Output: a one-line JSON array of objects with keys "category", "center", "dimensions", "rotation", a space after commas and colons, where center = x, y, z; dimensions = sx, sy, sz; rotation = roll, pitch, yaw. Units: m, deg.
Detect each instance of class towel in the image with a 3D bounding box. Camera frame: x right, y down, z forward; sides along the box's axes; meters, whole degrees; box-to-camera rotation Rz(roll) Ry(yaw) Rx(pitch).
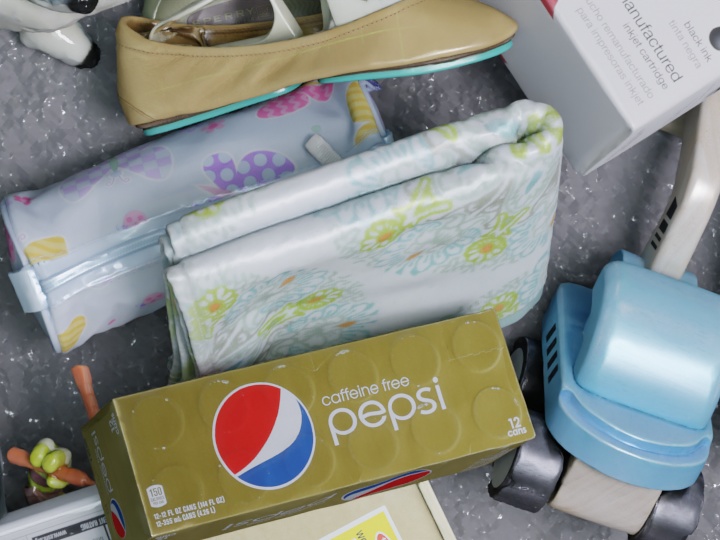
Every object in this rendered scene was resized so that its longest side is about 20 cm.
[{"category": "towel", "center": [0.000, 0.000, 1.318], "dimensions": [0.199, 0.171, 0.048], "rotation": [-19, 69, -9]}]

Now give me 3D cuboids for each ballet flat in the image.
[{"category": "ballet flat", "center": [-0.027, -0.113, 1.314], "dimensions": [0.199, 0.069, 0.063], "rotation": [-12, 103, 14]}]

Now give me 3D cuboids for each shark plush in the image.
[{"category": "shark plush", "center": [-0.190, -0.163, 1.356], "dimensions": [0.199, 0.091, 0.084], "rotation": [11, 74, 11]}]

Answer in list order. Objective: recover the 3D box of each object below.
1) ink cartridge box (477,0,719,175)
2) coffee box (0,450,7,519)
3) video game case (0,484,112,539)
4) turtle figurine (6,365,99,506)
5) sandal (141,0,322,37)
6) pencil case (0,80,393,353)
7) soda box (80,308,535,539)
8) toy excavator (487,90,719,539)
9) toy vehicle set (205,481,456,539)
[{"category": "ink cartridge box", "center": [0.155, -0.163, 1.341], "dimensions": [0.199, 0.083, 0.147], "rotation": [-33, 87, -19]}, {"category": "coffee box", "center": [-0.272, 0.066, 1.309], "dimensions": [0.198, 0.044, 0.124], "rotation": [-5, 97, 7]}, {"category": "video game case", "center": [-0.163, 0.208, 1.344], "dimensions": [0.199, 0.024, 0.183], "rotation": [-18, 106, 1]}, {"category": "turtle figurine", "center": [-0.167, 0.149, 1.372], "dimensions": [0.160, 0.064, 0.201], "rotation": [-13, 106, 1]}, {"category": "sandal", "center": [-0.009, -0.136, 1.369], "dimensions": [0.200, 0.057, 0.080], "rotation": [-19, 98, -6]}, {"category": "pencil case", "center": [-0.075, -0.028, 1.354], "dimensions": [0.199, 0.091, 0.084], "rotation": [-20, 116, -5]}, {"category": "soda box", "center": [-0.024, 0.076, 1.306], "dimensions": [0.199, 0.064, 0.068], "rotation": [-13, 78, -24]}, {"category": "toy excavator", "center": [0.148, 0.011, 1.379], "dimensions": [0.099, 0.195, 0.201], "rotation": [21, 121, -10]}, {"category": "toy vehicle set", "center": [-0.010, 0.159, 1.415], "dimensions": [0.124, 0.027, 0.201], "rotation": [-26, 99, -5]}]
